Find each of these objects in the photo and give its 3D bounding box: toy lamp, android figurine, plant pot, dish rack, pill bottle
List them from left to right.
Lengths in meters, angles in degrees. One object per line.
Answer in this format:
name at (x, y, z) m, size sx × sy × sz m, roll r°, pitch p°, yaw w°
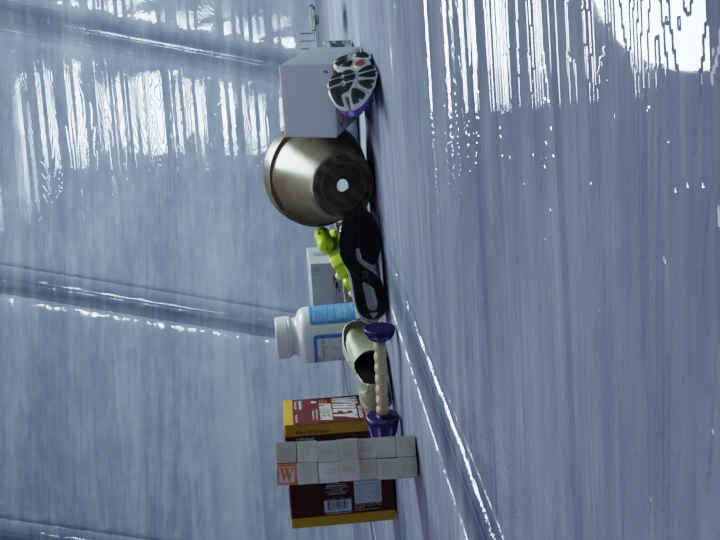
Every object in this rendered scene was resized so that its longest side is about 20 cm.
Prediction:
dish rack at (-0.114, -0.484, 2.127) m, size 0.153 × 0.054 × 0.202 m, roll -113°, pitch 20°, yaw -76°
pill bottle at (-0.068, 0.123, 1.902) m, size 0.112 × 0.198 × 0.113 m, roll 176°, pitch 90°, yaw -86°
plant pot at (-0.060, -0.168, 1.744) m, size 0.173 × 0.198 × 0.202 m, roll -149°, pitch 53°, yaw -65°
android figurine at (-0.023, -0.001, 1.829) m, size 0.182 × 0.041 × 0.200 m, roll 53°, pitch -172°, yaw -28°
toy lamp at (0.034, 0.185, 1.545) m, size 0.058 × 0.058 × 0.202 m, roll -108°, pitch 16°, yaw -73°

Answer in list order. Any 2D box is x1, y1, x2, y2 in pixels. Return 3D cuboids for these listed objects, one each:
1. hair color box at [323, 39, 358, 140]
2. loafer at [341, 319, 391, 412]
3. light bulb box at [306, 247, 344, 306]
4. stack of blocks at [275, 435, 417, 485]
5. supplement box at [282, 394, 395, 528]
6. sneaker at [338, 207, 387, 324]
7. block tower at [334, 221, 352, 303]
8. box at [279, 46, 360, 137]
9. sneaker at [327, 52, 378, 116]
hair color box at (-0.040, -0.360, 1.970) m, size 0.099 × 0.060 × 0.202 m, roll -102°, pitch 9°, yaw -65°
loafer at (0.015, 0.157, 1.709) m, size 0.069 × 0.075 × 0.201 m, roll 91°, pitch 164°, yaw -45°
light bulb box at (-0.053, 0.060, 2.169) m, size 0.198 × 0.123 × 0.202 m, roll -114°, pitch 21°, yaw -78°
stack of blocks at (-0.020, 0.272, 1.374) m, size 0.115 × 0.198 × 0.059 m, roll 106°, pitch 162°, yaw -77°
supplement box at (-0.042, 0.352, 1.800) m, size 0.133 × 0.195 × 0.202 m, roll -113°, pitch 19°, yaw -77°
sneaker at (0.000, 0.000, 1.677) m, size 0.115 × 0.075 × 0.202 m, roll 105°, pitch 157°, yaw -73°
block tower at (-0.016, -0.010, 1.994) m, size 0.058 × 0.053 × 0.202 m, roll -111°, pitch 14°, yaw -74°
box at (-0.065, -0.318, 1.703) m, size 0.200 × 0.096 × 0.126 m, roll -58°, pitch -33°, yaw -65°
sneaker at (-0.001, -0.285, 1.534) m, size 0.200 × 0.080 × 0.084 m, roll -83°, pitch -22°, yaw -61°
